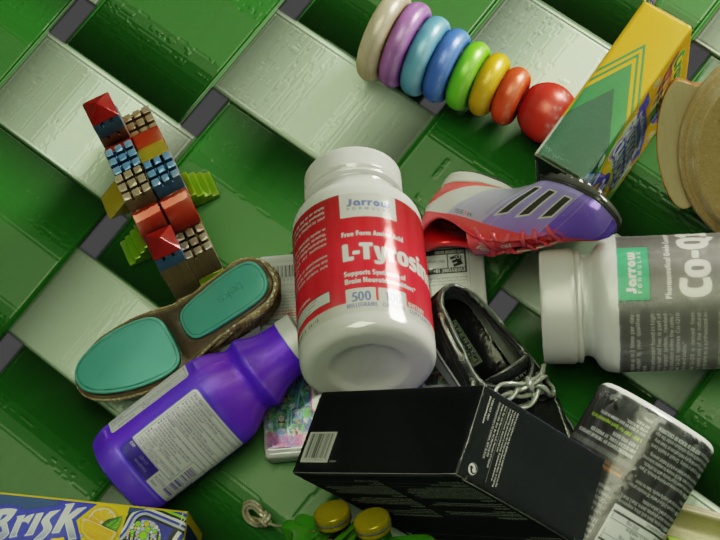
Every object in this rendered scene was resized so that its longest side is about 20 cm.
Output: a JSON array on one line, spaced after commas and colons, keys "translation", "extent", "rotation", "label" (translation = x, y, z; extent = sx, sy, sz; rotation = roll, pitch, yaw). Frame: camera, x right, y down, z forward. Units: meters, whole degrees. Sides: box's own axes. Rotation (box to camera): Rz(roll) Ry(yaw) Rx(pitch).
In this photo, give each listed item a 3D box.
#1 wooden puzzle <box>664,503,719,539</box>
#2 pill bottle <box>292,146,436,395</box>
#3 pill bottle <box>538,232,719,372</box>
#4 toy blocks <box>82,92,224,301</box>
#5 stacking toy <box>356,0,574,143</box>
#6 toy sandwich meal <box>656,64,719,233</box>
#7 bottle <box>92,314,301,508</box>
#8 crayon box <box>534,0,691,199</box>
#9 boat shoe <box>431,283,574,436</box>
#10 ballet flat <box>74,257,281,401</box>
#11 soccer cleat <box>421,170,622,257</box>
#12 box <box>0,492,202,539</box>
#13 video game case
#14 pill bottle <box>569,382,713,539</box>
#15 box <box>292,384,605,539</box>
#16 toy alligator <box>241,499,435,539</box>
[{"translation": [0.290, 0.295, 1.524], "extent": [0.184, 0.037, 0.201], "rotation": [14, 72, 12], "label": "wooden puzzle"}, {"translation": [0.000, 0.000, 1.593], "extent": [0.111, 0.113, 0.201], "rotation": [-8, 52, 4], "label": "pill bottle"}, {"translation": [0.248, 0.027, 1.588], "extent": [0.198, 0.113, 0.114], "rotation": [-3, 69, 6], "label": "pill bottle"}, {"translation": [-0.178, -0.069, 1.665], "extent": [0.099, 0.137, 0.201], "rotation": [-25, 69, -3], "label": "toy blocks"}, {"translation": [0.100, -0.172, 1.702], "extent": [0.199, 0.085, 0.086], "rotation": [25, 74, 11], "label": "stacking toy"}, {"translation": [0.349, -0.105, 1.624], "extent": [0.204, 0.070, 0.207], "rotation": [0, 106, 0], "label": "toy sandwich meal"}, {"translation": [-0.126, 0.115, 1.608], "extent": [0.200, 0.084, 0.065], "rotation": [-38, 28, 1], "label": "bottle"}, {"translation": [0.225, -0.140, 1.646], "extent": [0.051, 0.126, 0.201], "rotation": [31, 76, 16], "label": "crayon box"}, {"translation": [0.124, 0.095, 1.584], "extent": [0.073, 0.068, 0.200], "rotation": [-28, 79, -24], "label": "boat shoe"}, {"translation": [-0.150, 0.058, 1.649], "extent": [0.199, 0.065, 0.071], "rotation": [-27, 71, 9], "label": "ballet flat"}, {"translation": [0.130, -0.038, 1.600], "extent": [0.199, 0.068, 0.073], "rotation": [8, 52, 47], "label": "soccer cleat"}, {"translation": [-0.237, 0.229, 1.597], "extent": [0.198, 0.070, 0.065], "rotation": [4, 68, 8], "label": "box"}, {"translation": [0.013, 0.067, 1.651], "extent": [0.198, 0.024, 0.183], "rotation": [-5, 69, 4], "label": "video game case"}, {"translation": [0.187, 0.199, 1.527], "extent": [0.106, 0.106, 0.201], "rotation": [31, 88, 17], "label": "pill bottle"}, {"translation": [0.067, 0.153, 1.498], "extent": [0.199, 0.141, 0.079], "rotation": [-6, 56, 51], "label": "box"}, {"translation": [-0.029, 0.223, 1.549], "extent": [0.199, 0.060, 0.054], "rotation": [5, 33, 35], "label": "toy alligator"}]
